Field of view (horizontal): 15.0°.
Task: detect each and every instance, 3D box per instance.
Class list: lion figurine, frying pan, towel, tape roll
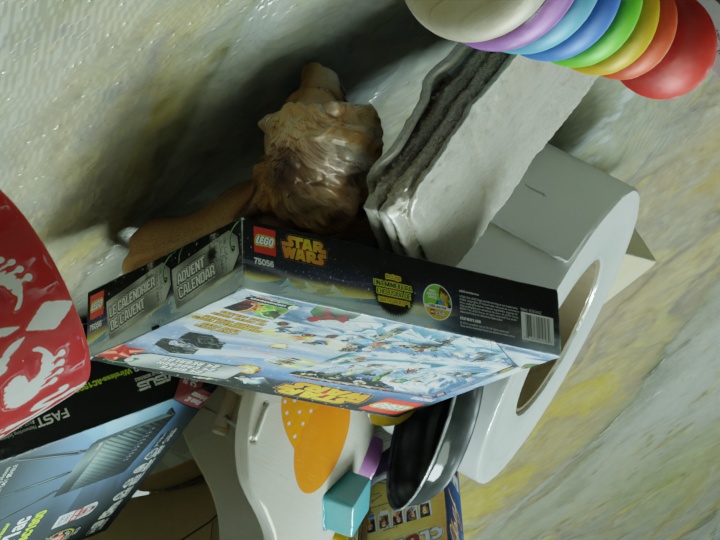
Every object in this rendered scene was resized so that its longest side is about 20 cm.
[{"bbox_3d":[-0.059,-0.023,1.378,0.200,0.073,0.122,-36,160,23],"label":"lion figurine"},{"bbox_3d":[0.028,0.107,1.527,0.031,0.115,0.190,17,125,-11],"label":"frying pan"},{"bbox_3d":[0.071,-0.085,1.372,0.200,0.034,0.133,-52,161,-13],"label":"towel"},{"bbox_3d":[0.090,0.024,1.636,0.203,0.071,0.203,-56,166,-22],"label":"tape roll"}]

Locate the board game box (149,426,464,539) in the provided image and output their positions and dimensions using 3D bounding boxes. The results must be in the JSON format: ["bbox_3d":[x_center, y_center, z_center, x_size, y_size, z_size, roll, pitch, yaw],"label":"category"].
[{"bbox_3d":[-0.036,0.163,1.697,0.199,0.136,0.035,-17,129,13],"label":"board game box"}]

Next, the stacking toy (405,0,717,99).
[{"bbox_3d":[0.103,-0.123,1.277,0.085,0.086,0.200,-38,149,21],"label":"stacking toy"}]

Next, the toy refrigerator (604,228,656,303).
[{"bbox_3d":[0.087,0.023,1.791,0.200,0.070,0.076,-40,159,19],"label":"toy refrigerator"}]

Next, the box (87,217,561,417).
[{"bbox_3d":[-0.018,0.027,1.370,0.200,0.040,0.137,13,156,-36],"label":"box"}]

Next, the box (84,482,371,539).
[{"bbox_3d":[-0.092,0.194,1.649,0.199,0.164,0.021,-13,134,17],"label":"box"}]

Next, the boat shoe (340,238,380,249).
[{"bbox_3d":[-0.002,0.001,1.559,0.074,0.066,0.199,-28,164,-10],"label":"boat shoe"}]

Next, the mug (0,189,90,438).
[{"bbox_3d":[-0.224,0.043,1.168,0.200,0.134,0.178,-29,166,-22],"label":"mug"}]

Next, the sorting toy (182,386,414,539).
[{"bbox_3d":[-0.049,0.141,1.541,0.107,0.181,0.200,13,180,-13],"label":"sorting toy"}]

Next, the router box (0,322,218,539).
[{"bbox_3d":[-0.185,0.104,1.534,0.150,0.062,0.200,-19,159,-35],"label":"router box"}]

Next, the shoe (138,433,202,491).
[{"bbox_3d":[-0.075,0.085,1.699,0.200,0.053,0.070,-26,180,37],"label":"shoe"}]

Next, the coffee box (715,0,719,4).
[{"bbox_3d":[0.214,-0.210,1.215,0.200,0.113,0.080,-30,131,-9],"label":"coffee box"}]

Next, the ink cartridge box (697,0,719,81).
[{"bbox_3d":[0.257,-0.185,1.390,0.200,0.084,0.146,-39,-177,21],"label":"ink cartridge box"}]
